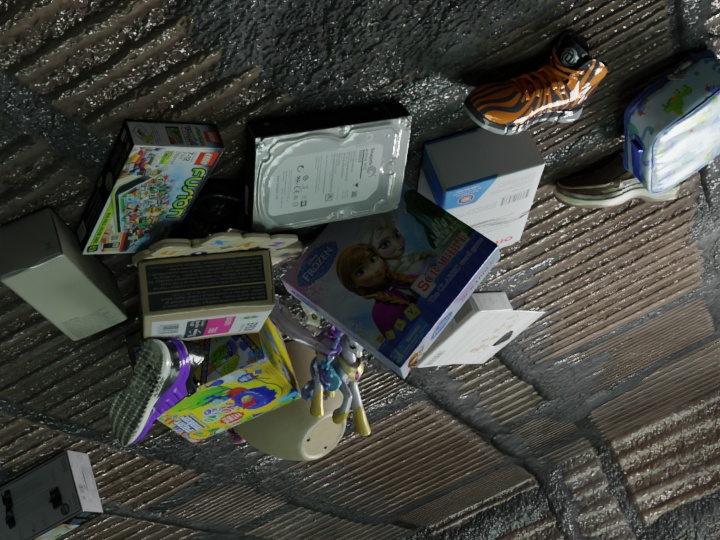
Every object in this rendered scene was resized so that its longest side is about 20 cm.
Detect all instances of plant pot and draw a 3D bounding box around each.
[{"bbox_3d":[-0.099,0.237,1.697,0.199,0.134,0.202,-28,138,-29],"label":"plant pot"}]

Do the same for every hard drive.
[{"bbox_3d":[-0.040,-0.120,1.213,0.198,0.038,0.141,-11,133,-23],"label":"hard drive"}]

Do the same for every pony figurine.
[{"bbox_3d":[-0.040,0.121,1.514,0.165,0.193,0.202,-13,124,-30],"label":"pony figurine"}]

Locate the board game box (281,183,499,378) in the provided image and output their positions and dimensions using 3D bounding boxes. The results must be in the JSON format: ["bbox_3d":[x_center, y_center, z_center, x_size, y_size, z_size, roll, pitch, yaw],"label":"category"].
[{"bbox_3d":[0.038,-0.002,1.279,0.200,0.199,0.041,-50,156,-14],"label":"board game box"}]

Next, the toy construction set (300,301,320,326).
[{"bbox_3d":[0.000,0.000,1.397,0.199,0.133,0.092,-24,160,33],"label":"toy construction set"}]

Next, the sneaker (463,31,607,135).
[{"bbox_3d":[0.216,-0.232,1.226,0.198,0.078,0.112,-17,152,-36],"label":"sneaker"}]

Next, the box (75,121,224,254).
[{"bbox_3d":[-0.242,-0.090,1.159,0.109,0.035,0.200,-3,148,-35],"label":"box"}]

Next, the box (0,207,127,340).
[{"bbox_3d":[-0.356,0.010,1.219,0.081,0.069,0.200,-22,154,-2],"label":"box"}]

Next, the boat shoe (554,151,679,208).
[{"bbox_3d":[0.388,-0.144,1.544,0.200,0.075,0.076,-7,116,-15],"label":"boat shoe"}]

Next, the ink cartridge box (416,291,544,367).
[{"bbox_3d":[0.215,0.111,1.897,0.175,0.045,0.200,0,146,-38],"label":"ink cartridge box"}]

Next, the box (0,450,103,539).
[{"bbox_3d":[-0.554,0.408,1.769,0.199,0.118,0.060,-30,156,12],"label":"box"}]

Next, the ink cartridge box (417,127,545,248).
[{"bbox_3d":[0.156,-0.102,1.397,0.143,0.085,0.201,-16,153,-11],"label":"ink cartridge box"}]

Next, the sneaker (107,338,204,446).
[{"bbox_3d":[-0.266,0.165,1.377,0.099,0.070,0.201,-7,144,-44],"label":"sneaker"}]

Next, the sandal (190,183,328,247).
[{"bbox_3d":[-0.120,-0.078,1.276,0.199,0.048,0.075,17,137,-37],"label":"sandal"}]

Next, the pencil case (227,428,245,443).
[{"bbox_3d":[-0.158,0.264,1.834,0.090,0.095,0.199,-23,158,36],"label":"pencil case"}]

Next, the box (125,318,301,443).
[{"bbox_3d":[-0.216,0.147,1.533,0.191,0.123,0.200,-23,154,3],"label":"box"}]

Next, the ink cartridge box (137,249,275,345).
[{"bbox_3d":[-0.202,0.038,1.309,0.163,0.076,0.200,-5,167,-13],"label":"ink cartridge box"}]

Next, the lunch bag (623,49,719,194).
[{"bbox_3d":[0.441,-0.200,1.418,0.160,0.083,0.200,-36,153,0],"label":"lunch bag"}]

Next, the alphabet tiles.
[{"bbox_3d":[-0.175,-0.021,1.262,0.198,0.015,0.195,0,166,-38],"label":"alphabet tiles"}]
